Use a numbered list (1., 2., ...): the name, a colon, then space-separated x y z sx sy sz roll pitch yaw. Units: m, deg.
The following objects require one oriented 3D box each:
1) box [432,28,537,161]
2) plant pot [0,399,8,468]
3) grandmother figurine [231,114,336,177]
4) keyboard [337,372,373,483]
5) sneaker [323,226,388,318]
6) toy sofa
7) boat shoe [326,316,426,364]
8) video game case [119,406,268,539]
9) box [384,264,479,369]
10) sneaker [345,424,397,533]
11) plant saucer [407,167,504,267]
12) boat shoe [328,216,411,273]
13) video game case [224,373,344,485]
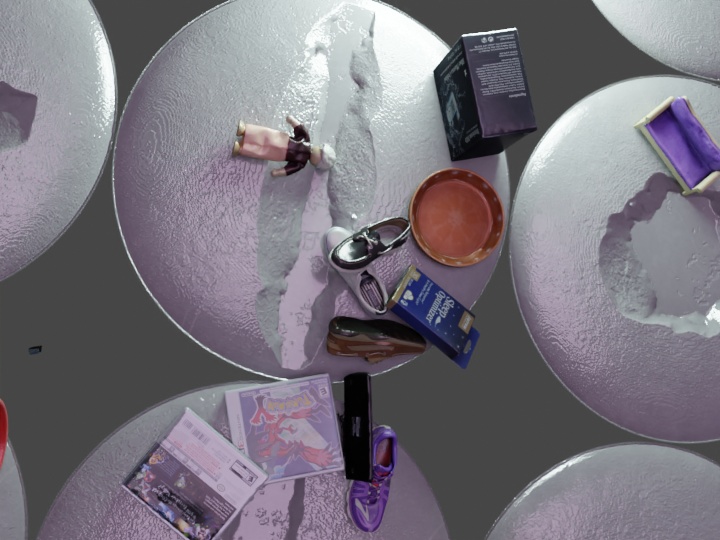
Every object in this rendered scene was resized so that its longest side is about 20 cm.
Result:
1. box: 0.238 -0.337 1.644 0.117 0.197 0.200 -11 86 -12
2. plant pot: -0.707 0.295 1.385 0.177 0.200 0.201 8 82 -2
3. grandmother figurine: -0.142 -0.238 1.627 0.200 0.061 0.122 13 108 -13
4. keyboard: 0.000 0.291 1.578 0.040 0.104 0.201 5 82 -39
5. sneaker: 0.000 0.000 1.619 0.073 0.071 0.200 -34 91 -13
6. toy sofa: 0.683 -0.264 1.781 0.083 0.098 0.200 -37 93 -14
7. boat shoe: 0.026 0.139 1.616 0.200 0.076 0.074 10 114 -19
8. video game case: -0.300 0.380 1.525 0.200 0.023 0.182 40 82 -2
9. box: 0.150 0.089 1.630 0.200 0.032 0.121 40 41 -6
10. sneaker: 0.025 0.389 1.574 0.080 0.083 0.200 11 82 -10
11. plant saucer: 0.192 -0.105 1.692 0.200 0.032 0.201 1 84 -12
12. boat shoe: 0.022 -0.052 1.590 0.200 0.060 0.074 -20 63 -42
13. video game case: -0.141 0.298 1.567 0.200 0.023 0.183 -9 86 -6
